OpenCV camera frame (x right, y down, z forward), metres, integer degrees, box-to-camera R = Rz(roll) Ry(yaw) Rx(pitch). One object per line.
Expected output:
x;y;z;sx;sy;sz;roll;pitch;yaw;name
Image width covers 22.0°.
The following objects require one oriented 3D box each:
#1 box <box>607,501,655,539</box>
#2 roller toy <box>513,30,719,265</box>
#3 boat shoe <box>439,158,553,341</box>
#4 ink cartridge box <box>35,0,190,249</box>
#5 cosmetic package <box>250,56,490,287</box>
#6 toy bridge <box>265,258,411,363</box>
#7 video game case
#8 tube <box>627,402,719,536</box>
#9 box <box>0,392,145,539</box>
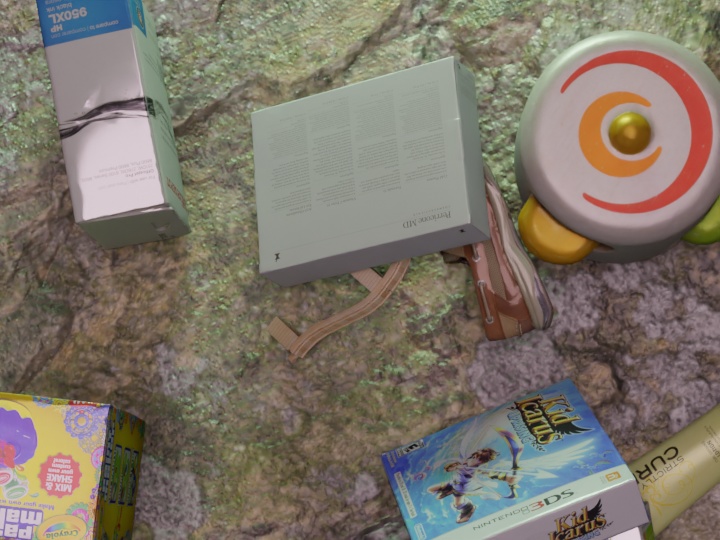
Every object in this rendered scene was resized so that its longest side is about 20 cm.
0.202;0.301;1.522;0.101;0.112;0.202;-11;85;13;box
0.220;-0.104;1.578;0.198;0.140;0.184;-11;81;1;roller toy
0.099;-0.032;1.606;0.071;0.076;0.201;-24;77;4;boat shoe
-0.210;-0.131;1.592;0.084;0.145;0.202;-12;81;1;ink cartridge box
0.006;-0.081;1.578;0.199;0.052;0.152;-13;67;24;cosmetic package
0.000;0.000;1.602;0.067;0.027;0.200;39;94;31;toy bridge
0.120;0.175;1.515;0.180;0.200;0.046;-21;112;-2;video game case
0.268;0.177;1.585;0.199;0.052;0.058;-36;43;3;tube
-0.294;0.166;1.529;0.198;0.193;0.123;6;82;2;box
